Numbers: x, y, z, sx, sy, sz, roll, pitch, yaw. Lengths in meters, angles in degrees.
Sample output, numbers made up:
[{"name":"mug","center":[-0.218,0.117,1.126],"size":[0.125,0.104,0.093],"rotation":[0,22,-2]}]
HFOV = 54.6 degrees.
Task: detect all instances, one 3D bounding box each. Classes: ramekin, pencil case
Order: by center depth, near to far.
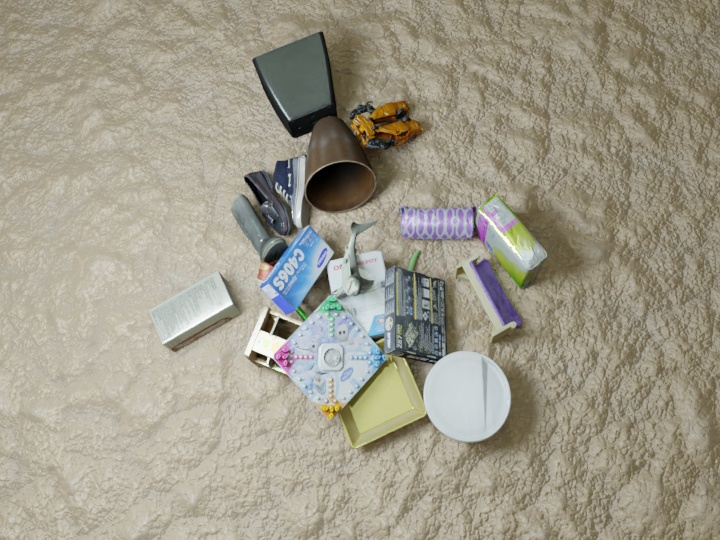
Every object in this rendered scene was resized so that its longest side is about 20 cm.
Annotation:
[{"name":"ramekin","center":[0.243,0.294,1.601],"size":[0.195,0.095,0.209],"rotation":[-2,71,5]},{"name":"pencil case","center":[0.192,-0.121,1.750],"size":[0.193,0.085,0.087],"rotation":[3,49,5]}]

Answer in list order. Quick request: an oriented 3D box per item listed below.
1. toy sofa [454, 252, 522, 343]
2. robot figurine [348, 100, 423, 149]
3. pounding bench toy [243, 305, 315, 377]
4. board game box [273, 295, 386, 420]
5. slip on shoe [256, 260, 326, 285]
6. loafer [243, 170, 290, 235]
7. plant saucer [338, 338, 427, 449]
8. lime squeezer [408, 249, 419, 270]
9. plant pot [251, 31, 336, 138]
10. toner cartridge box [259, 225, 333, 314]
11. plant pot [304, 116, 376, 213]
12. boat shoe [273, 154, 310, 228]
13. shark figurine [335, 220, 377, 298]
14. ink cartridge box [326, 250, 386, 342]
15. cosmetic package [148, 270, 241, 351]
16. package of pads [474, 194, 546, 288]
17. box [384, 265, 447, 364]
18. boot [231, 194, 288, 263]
[{"name":"toy sofa","center":[0.310,0.061,1.675],"size":[0.096,0.083,0.204],"rotation":[-25,71,-2]},{"name":"robot figurine","center":[0.061,-0.374,1.812],"size":[0.196,0.059,0.147],"rotation":[-20,69,-29]},{"name":"pounding bench toy","center":[-0.160,0.148,1.670],"size":[0.152,0.125,0.205],"rotation":[18,74,11]},{"name":"board game box","center":[-0.066,0.198,1.588],"size":[0.200,0.026,0.201],"rotation":[-44,96,-15]},{"name":"slip on shoe","center":[-0.164,-0.003,1.705],"size":[0.073,0.196,0.063],"rotation":[23,113,49]},{"name":"loafer","center":[-0.245,-0.171,1.802],"size":[0.062,0.072,0.203],"rotation":[-7,59,-37]},{"name":"plant saucer","center":[0.033,0.285,1.643],"size":[0.195,0.049,0.205],"rotation":[-24,75,0]},{"name":"lime squeezer","center":[0.131,0.046,1.721],"size":[0.068,0.038,0.206],"rotation":[-10,71,2]},{"name":"plant pot","center":[-0.152,-0.473,1.843],"size":[0.195,0.200,0.182],"rotation":[-22,83,-2]},{"name":"toner cartridge box","center":[-0.147,-0.003,1.651],"size":[0.095,0.043,0.202],"rotation":[46,51,-18]},{"name":"plant pot","center":[-0.066,-0.288,1.788],"size":[0.181,0.189,0.204],"rotation":[-13,56,1]},{"name":"boat shoe","center":[-0.182,-0.201,1.820],"size":[0.090,0.075,0.206],"rotation":[-4,65,12]},{"name":"shark figurine","center":[-0.004,-0.008,1.656],"size":[0.087,0.129,0.220],"rotation":[14,54,-15]},{"name":"ink cartridge box","center":[0.005,0.072,1.700],"size":[0.141,0.084,0.206],"rotation":[-11,72,2]},{"name":"cosmetic package","center":[-0.408,0.102,1.729],"size":[0.196,0.088,0.105],"rotation":[-28,70,-3]},{"name":"package of pads","center":[0.356,-0.070,1.674],"size":[0.067,0.155,0.202],"rotation":[-35,72,-7]},{"name":"box","center":[0.131,0.107,1.645],"size":[0.158,0.049,0.206],"rotation":[15,65,-32]},{"name":"boot","center":[-0.255,-0.105,1.742],"size":[0.071,0.182,0.204],"rotation":[-16,72,-25]}]
